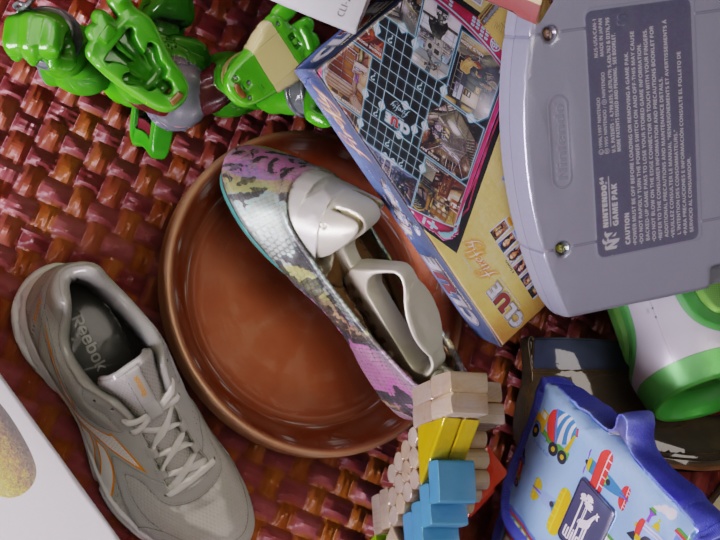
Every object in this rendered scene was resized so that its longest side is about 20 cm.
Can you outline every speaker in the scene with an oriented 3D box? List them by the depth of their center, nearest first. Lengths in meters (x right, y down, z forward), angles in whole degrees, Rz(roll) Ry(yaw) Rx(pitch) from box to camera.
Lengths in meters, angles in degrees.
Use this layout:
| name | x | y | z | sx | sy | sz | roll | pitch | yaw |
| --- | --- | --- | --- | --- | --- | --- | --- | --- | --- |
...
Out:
| name | x | y | z | sx | sy | sz | roll | pitch | yaw |
| --- | --- | --- | --- | --- | --- | --- | --- | --- | --- |
| speaker | 0.190 | -0.008 | 0.790 | 0.088 | 0.089 | 0.201 | -3 | 61 | -22 |

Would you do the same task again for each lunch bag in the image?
| name | x | y | z | sx | sy | sz | roll | pitch | yaw |
| --- | --- | --- | --- | --- | --- | --- | --- | --- | --- |
| lunch bag | 0.146 | 0.165 | 0.690 | 0.094 | 0.151 | 0.201 | -8 | 120 | -23 |

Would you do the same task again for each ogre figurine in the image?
| name | x | y | z | sx | sy | sz | roll | pitch | yaw |
| --- | --- | --- | --- | --- | --- | --- | --- | --- | --- |
| ogre figurine | -0.107 | -0.114 | 0.693 | 0.199 | 0.120 | 0.099 | -16 | 102 | -26 |

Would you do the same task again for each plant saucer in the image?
| name | x | y | z | sx | sy | sz | roll | pitch | yaw |
| --- | --- | --- | --- | --- | --- | --- | --- | --- | --- |
| plant saucer | -0.029 | 0.014 | 0.748 | 0.199 | 0.032 | 0.201 | 7 | 75 | -27 |

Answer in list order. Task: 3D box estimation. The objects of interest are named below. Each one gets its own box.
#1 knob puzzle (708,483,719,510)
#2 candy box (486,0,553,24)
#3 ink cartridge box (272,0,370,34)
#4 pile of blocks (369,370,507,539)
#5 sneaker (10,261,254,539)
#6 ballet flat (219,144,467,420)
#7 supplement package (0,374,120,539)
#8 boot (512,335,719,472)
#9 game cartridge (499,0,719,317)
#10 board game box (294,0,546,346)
| name | x | y | z | sx | sy | sz | roll | pitch | yaw |
| --- | --- | --- | --- | --- | --- | --- | --- | --- | --- |
| knob puzzle | 0.307 | 0.241 | 0.854 | 0.218 | 0.030 | 0.221 | 4 | 80 | -22 |
| candy box | 0.086 | -0.236 | 0.641 | 0.115 | 0.055 | 0.201 | 26 | 65 | 11 |
| ink cartridge box | -0.087 | -0.205 | 0.689 | 0.173 | 0.200 | 0.044 | 18 | 110 | -17 |
| pile of blocks | 0.049 | 0.143 | 0.694 | 0.062 | 0.082 | 0.201 | 4 | 124 | -23 |
| sneaker | -0.123 | 0.081 | 0.677 | 0.076 | 0.092 | 0.200 | -38 | 97 | -23 |
| ballet flat | 0.000 | 0.000 | 0.708 | 0.069 | 0.071 | 0.200 | -41 | 98 | -37 |
| supplement package | -0.211 | 0.122 | 0.625 | 0.114 | 0.109 | 0.200 | -37 | 96 | -23 |
| boot | 0.193 | 0.087 | 0.811 | 0.199 | 0.075 | 0.098 | -3 | 85 | -20 |
| game cartridge | 0.144 | -0.080 | 0.687 | 0.132 | 0.041 | 0.201 | -11 | 105 | -21 |
| board game box | 0.071 | -0.075 | 0.699 | 0.135 | 0.035 | 0.200 | -40 | 114 | -12 |
